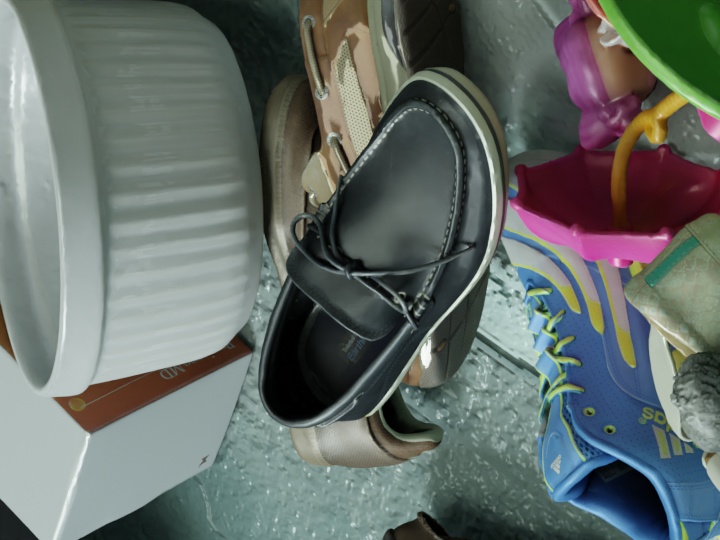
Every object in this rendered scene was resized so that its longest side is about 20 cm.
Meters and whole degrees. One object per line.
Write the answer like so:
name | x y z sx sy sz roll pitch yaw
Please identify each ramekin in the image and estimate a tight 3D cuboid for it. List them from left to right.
ramekin | -0.120 -0.041 1.139 0.200 0.105 0.201 173 90 -72

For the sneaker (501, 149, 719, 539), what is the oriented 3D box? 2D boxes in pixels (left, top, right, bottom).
sneaker | 0.106 0.038 0.994 0.200 0.105 0.076 51 137 14

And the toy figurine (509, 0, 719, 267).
toy figurine | 0.115 -0.089 0.925 0.184 0.149 0.201 123 135 -54

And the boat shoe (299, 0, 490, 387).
boat shoe | 0.013 -0.046 1.065 0.071 0.076 0.201 -2 99 28

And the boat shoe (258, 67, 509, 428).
boat shoe | 0.007 -0.002 0.996 0.075 0.062 0.200 44 133 19

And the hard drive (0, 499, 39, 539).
hard drive | -0.235 0.121 1.328 0.200 0.038 0.140 47 174 -22

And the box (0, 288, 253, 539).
box | -0.178 0.037 1.267 0.200 0.124 0.098 42 134 22

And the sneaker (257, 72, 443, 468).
sneaker | 0.000 0.000 1.129 0.075 0.070 0.201 0 109 18

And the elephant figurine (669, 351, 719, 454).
elephant figurine | 0.228 0.106 0.862 0.141 0.155 0.201 22 134 53

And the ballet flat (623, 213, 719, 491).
ballet flat | 0.155 0.057 0.920 0.200 0.062 0.067 58 176 -37

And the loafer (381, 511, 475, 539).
loafer | 0.092 0.167 1.113 0.200 0.071 0.073 31 173 40
